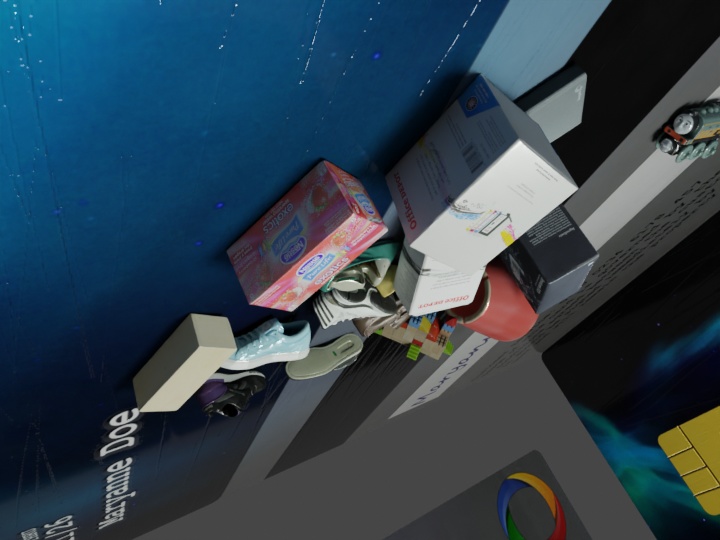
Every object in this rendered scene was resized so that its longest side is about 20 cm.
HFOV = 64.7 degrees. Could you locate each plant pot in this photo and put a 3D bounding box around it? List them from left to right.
[{"bbox_3d":[0.296,0.059,1.335,0.175,0.203,0.201,10,136,-41],"label":"plant pot"}]

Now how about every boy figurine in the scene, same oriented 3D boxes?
[{"bbox_3d":[0.105,0.010,1.145,0.198,0.065,0.124,-7,158,-47],"label":"boy figurine"}]

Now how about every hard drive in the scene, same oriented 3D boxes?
[{"bbox_3d":[0.261,-0.224,0.904,0.198,0.033,0.140,-33,156,6],"label":"hard drive"}]

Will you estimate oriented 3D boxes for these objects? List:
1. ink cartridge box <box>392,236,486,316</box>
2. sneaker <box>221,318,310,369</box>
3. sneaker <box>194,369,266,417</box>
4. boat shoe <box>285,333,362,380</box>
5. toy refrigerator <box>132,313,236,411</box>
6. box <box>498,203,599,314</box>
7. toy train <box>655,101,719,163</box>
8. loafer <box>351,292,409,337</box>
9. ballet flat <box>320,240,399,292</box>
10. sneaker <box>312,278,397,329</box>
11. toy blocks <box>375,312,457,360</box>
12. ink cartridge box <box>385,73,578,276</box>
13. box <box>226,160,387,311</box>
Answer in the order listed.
[{"bbox_3d":[0.150,-0.029,1.011,0.143,0.085,0.203,-9,134,-24],"label":"ink cartridge box"},{"bbox_3d":[-0.182,0.124,1.053,0.197,0.074,0.084,-5,117,-36],"label":"sneaker"},{"bbox_3d":[-0.264,0.267,1.188,0.075,0.089,0.199,-39,156,22],"label":"sneaker"},{"bbox_3d":[-0.084,0.213,1.315,0.197,0.072,0.068,-18,151,-31],"label":"boat shoe"},{"bbox_3d":[-0.299,0.156,0.955,0.075,0.071,0.200,12,133,-48],"label":"toy refrigerator"},{"bbox_3d":[0.368,-0.046,1.172,0.116,0.202,0.197,-28,156,-2],"label":"box"},{"bbox_3d":[0.740,-0.309,1.253,0.197,0.086,0.115,-13,140,-30],"label":"toy train"},{"bbox_3d":[0.071,0.090,1.232,0.196,0.073,0.073,-17,-166,-12],"label":"loafer"},{"bbox_3d":[0.000,0.000,0.992,0.197,0.071,0.068,-14,152,-35],"label":"ballet flat"},{"bbox_3d":[-0.019,0.067,1.125,0.114,0.077,0.199,-33,150,30],"label":"sneaker"},{"bbox_3d":[0.133,0.127,1.309,0.138,0.196,0.101,103,11,-58],"label":"toy blocks"},{"bbox_3d":[0.160,-0.123,0.792,0.143,0.149,0.200,23,128,-36],"label":"ink cartridge box"},{"bbox_3d":[-0.075,-0.042,0.787,0.199,0.096,0.102,-39,154,19],"label":"box"}]
